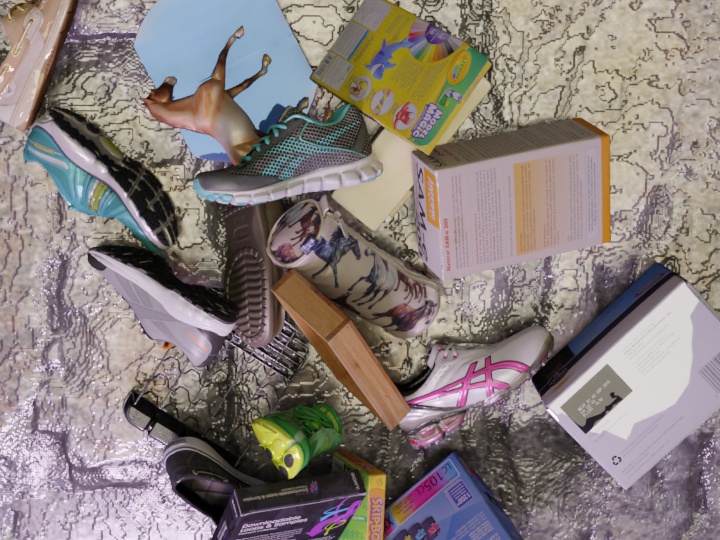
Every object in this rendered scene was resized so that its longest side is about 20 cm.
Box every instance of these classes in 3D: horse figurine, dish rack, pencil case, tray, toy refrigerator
[{"bbox_3d":[-0.117,-0.158,1.462,0.200,0.050,0.133,44,80,-2],"label":"horse figurine"},{"bbox_3d":[-0.157,0.122,1.548,0.153,0.055,0.200,33,95,-7],"label":"dish rack"},{"bbox_3d":[0.000,0.000,1.481,0.089,0.078,0.200,-32,131,33],"label":"pencil case"},{"bbox_3d":[-0.017,0.085,1.462,0.037,0.200,0.099,-44,53,-8],"label":"tray"},{"bbox_3d":[0.056,-0.140,1.497,0.070,0.076,0.200,39,96,-6],"label":"toy refrigerator"}]

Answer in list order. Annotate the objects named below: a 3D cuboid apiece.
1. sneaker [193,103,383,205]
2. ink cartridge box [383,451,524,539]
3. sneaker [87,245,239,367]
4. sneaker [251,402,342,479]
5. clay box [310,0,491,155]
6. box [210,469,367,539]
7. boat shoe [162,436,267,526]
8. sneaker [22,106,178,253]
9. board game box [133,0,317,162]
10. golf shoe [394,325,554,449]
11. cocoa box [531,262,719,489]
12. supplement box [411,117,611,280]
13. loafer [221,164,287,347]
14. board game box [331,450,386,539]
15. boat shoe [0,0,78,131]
[{"bbox_3d":[-0.078,-0.120,1.411,0.199,0.078,0.092,-13,98,-22],"label":"sneaker"},{"bbox_3d":[0.112,0.317,1.504,0.136,0.200,0.076,-42,135,6],"label":"ink cartridge box"},{"bbox_3d":[-0.224,0.033,1.493,0.200,0.074,0.080,33,109,26],"label":"sneaker"},{"bbox_3d":[-0.065,0.170,1.485,0.083,0.200,0.074,-34,87,-2],"label":"sneaker"},{"bbox_3d":[0.047,-0.200,1.433,0.115,0.200,0.048,-55,138,3],"label":"clay box"},{"bbox_3d":[-0.089,0.283,1.494,0.143,0.200,0.036,-6,57,-25],"label":"box"},{"bbox_3d":[-0.140,0.255,1.521,0.070,0.066,0.200,-30,129,15],"label":"boat shoe"},{"bbox_3d":[-0.281,-0.090,1.515,0.200,0.078,0.080,43,114,-1],"label":"sneaker"},{"bbox_3d":[-0.143,-0.220,1.504,0.158,0.039,0.200,-29,100,-3],"label":"board game box"},{"bbox_3d":[0.119,0.112,1.538,0.200,0.073,0.092,-33,96,5],"label":"golf shoe"},{"bbox_3d":[0.305,0.111,1.508,0.200,0.131,0.133,-43,97,6],"label":"cocoa box"},{"bbox_3d":[0.160,-0.078,1.470,0.199,0.074,0.126,-12,116,-15],"label":"supplement box"},{"bbox_3d":[-0.103,-0.018,1.497,0.076,0.067,0.201,-7,84,44],"label":"loafer"},{"bbox_3d":[-0.006,0.311,1.556,0.030,0.095,0.201,1,99,-26],"label":"board game box"},{"bbox_3d":[-0.351,-0.250,1.478,0.069,0.074,0.200,22,98,-8],"label":"boat shoe"}]
